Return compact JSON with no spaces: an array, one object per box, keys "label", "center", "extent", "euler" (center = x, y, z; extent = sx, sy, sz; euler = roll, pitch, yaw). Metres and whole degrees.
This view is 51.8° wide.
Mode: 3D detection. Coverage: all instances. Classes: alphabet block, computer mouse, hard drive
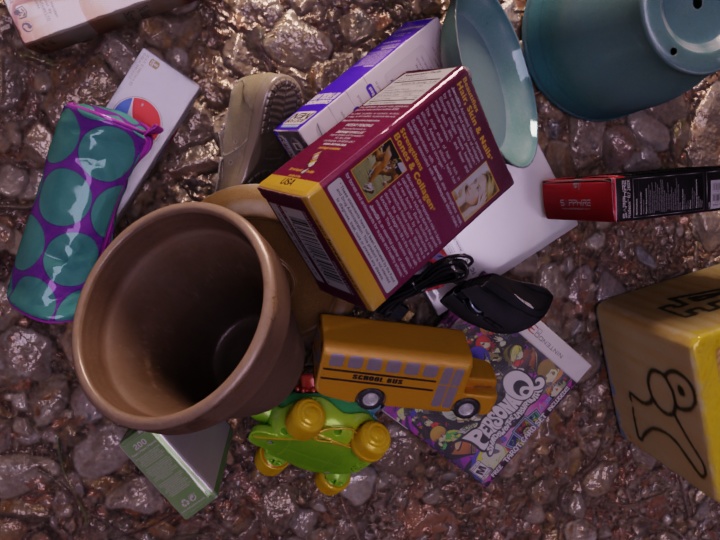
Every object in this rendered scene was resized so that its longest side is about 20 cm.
[{"label":"alphabet block","center":[0.419,0.117,0.856],"extent":[0.195,0.200,0.197],"euler":[-18,102,-8]},{"label":"computer mouse","center":[0.107,0.044,0.779],"extent":[0.199,0.140,0.046],"euler":[19,58,-44]},{"label":"hard drive","center":[0.140,-0.057,0.864],"extent":[0.199,0.026,0.132],"euler":[-32,103,-5]}]

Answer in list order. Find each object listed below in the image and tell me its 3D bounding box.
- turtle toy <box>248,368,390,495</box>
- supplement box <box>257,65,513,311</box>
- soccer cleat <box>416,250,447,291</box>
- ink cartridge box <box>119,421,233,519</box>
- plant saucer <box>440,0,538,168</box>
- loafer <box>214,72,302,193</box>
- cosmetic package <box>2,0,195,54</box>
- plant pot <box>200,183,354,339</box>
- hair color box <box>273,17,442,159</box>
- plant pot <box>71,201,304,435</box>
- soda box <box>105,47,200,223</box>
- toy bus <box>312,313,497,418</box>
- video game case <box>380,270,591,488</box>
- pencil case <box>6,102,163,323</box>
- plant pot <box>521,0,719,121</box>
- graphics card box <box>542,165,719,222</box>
[{"label":"turtle toy","center":[-0.060,0.161,0.815],"extent":[0.199,0.102,0.146],"euler":[23,139,-14]},{"label":"supplement box","center":[0.027,-0.081,0.693],"extent":[0.200,0.103,0.131],"euler":[-40,118,-19]},{"label":"soccer cleat","center":[0.000,0.000,0.808],"extent":[0.198,0.077,0.067],"euler":[-2,104,2]},{"label":"ink cartridge box","center":[-0.213,0.136,0.765],"extent":[0.048,0.146,0.201],"euler":[-35,103,6]},{"label":"plant saucer","center":[0.133,-0.201,0.783],"extent":[0.036,0.200,0.201],"euler":[-14,105,33]},{"label":"loafer","center":[-0.117,-0.115,0.786],"extent":[0.075,0.068,0.201],"euler":[-2,118,-48]},{"label":"cosmetic package","center":[-0.238,-0.286,0.718],"extent":[0.199,0.103,0.088],"euler":[-22,104,-5]},{"label":"plant pot","center":[-0.097,0.004,0.775],"extent":[0.198,0.028,0.201],"euler":[5,126,7]},{"label":"hair color box","center":[0.020,-0.159,0.772],"extent":[0.200,0.065,0.110],"euler":[-43,119,-19]},{"label":"plant pot","center":[-0.133,0.064,0.693],"extent":[0.199,0.175,0.202],"euler":[-8,65,18]},{"label":"soda box","center":[-0.244,-0.122,0.762],"extent":[0.068,0.064,0.201],"euler":[33,93,-14]},{"label":"toy bus","center":[0.049,0.101,0.788],"extent":[0.198,0.065,0.079],"euler":[7,121,-12]},{"label":"video game case","center":[0.147,0.132,0.880],"extent":[0.181,0.036,0.200],"euler":[39,94,-19]},{"label":"pencil case","center":[-0.259,-0.054,0.694],"extent":[0.092,0.085,0.202],"euler":[18,96,3]},{"label":"plant pot","center":[0.299,-0.264,0.775],"extent":[0.198,0.188,0.202],"euler":[-2,98,-12]},{"label":"graphics card box","center":[0.322,-0.087,0.829],"extent":[0.198,0.125,0.051],"euler":[-8,98,-20]}]
